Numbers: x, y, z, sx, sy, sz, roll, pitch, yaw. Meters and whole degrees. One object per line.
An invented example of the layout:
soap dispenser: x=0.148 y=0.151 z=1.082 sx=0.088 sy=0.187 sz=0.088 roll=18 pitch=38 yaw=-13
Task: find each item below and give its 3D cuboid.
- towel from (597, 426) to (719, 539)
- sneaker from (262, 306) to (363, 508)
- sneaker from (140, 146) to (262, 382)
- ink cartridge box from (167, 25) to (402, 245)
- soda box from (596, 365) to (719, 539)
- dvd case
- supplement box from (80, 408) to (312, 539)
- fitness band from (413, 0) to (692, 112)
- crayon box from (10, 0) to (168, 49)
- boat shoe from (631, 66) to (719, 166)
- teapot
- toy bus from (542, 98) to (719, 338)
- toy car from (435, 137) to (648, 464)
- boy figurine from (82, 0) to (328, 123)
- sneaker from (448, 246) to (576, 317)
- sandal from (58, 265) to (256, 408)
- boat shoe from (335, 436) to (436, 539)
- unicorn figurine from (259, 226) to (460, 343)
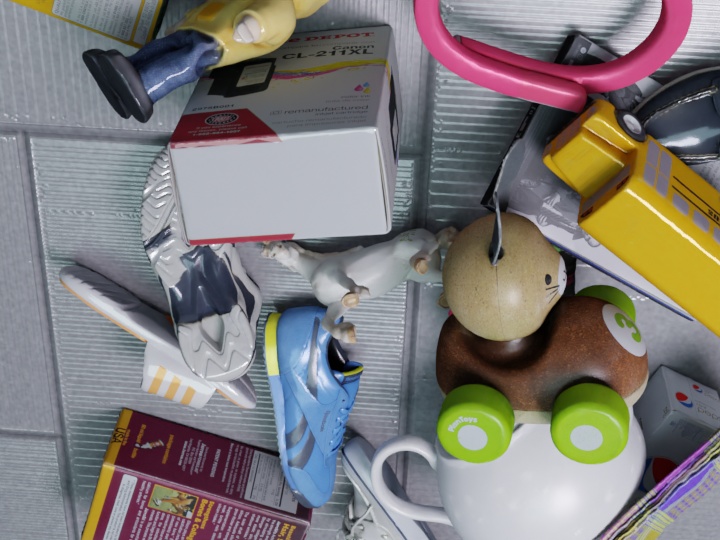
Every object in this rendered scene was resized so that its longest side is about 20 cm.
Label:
towel: x=0.267 y=0.199 z=1.102 sx=0.200 sy=0.023 sz=0.144 roll=-43 pitch=154 yaw=1
sneaker: x=-0.034 y=0.127 z=1.160 sx=0.078 sy=0.066 sz=0.200 roll=-2 pitch=111 yaw=12
sneaker: x=-0.132 y=-0.003 z=1.097 sx=0.079 sy=0.130 sz=0.199 roll=-19 pitch=85 yaw=-6
ink cartridge box: x=-0.048 y=-0.104 z=0.947 sx=0.146 sy=0.200 sz=0.083 roll=-4 pitch=120 yaw=7
soda box: x=0.251 y=0.187 z=1.192 sx=0.064 sy=0.068 sz=0.200 roll=25 pitch=121 yaw=-13
dvd case: x=0.213 y=-0.070 z=1.010 sx=0.200 sy=0.025 sz=0.150 roll=28 pitch=89 yaw=-14
supplement box: x=-0.153 y=0.224 z=1.237 sx=0.200 sy=0.086 sz=0.110 roll=18 pitch=122 yaw=-7
fitness band: x=0.135 y=-0.189 z=0.915 sx=0.200 sy=0.037 sz=0.144 roll=13 pitch=130 yaw=-13
crayon box: x=-0.229 y=-0.258 z=0.948 sx=0.200 sy=0.052 sz=0.126 roll=19 pitch=122 yaw=-9
boat shoe: x=0.300 y=-0.117 z=0.972 sx=0.200 sy=0.062 sz=0.075 roll=-9 pitch=106 yaw=-1
teapot: x=0.133 y=0.148 z=1.111 sx=0.200 sy=0.197 sz=0.146 roll=-48 pitch=109 yaw=-19
toy bus: x=0.226 y=-0.035 z=0.953 sx=0.200 sy=0.078 sz=0.065 roll=37 pitch=131 yaw=-13
toy car: x=0.123 y=0.012 z=0.933 sx=0.158 sy=0.164 sz=0.200 roll=-2 pitch=120 yaw=16
boy figurine: x=-0.095 y=-0.180 z=0.929 sx=0.200 sy=0.124 sz=0.064 roll=-37 pitch=115 yaw=-16
sneaker: x=0.147 y=-0.005 z=1.084 sx=0.084 sy=0.077 sz=0.200 roll=9 pitch=124 yaw=-44
sandal: x=-0.186 y=0.071 z=1.143 sx=0.207 sy=0.079 sz=0.059 roll=34 pitch=99 yaw=-7
boat shoe: x=0.013 y=0.249 z=1.245 sx=0.086 sy=0.075 sz=0.202 roll=-30 pitch=124 yaw=2
unicorn figurine: x=0.000 y=0.000 z=1.068 sx=0.200 sy=0.137 sz=0.074 roll=-4 pitch=114 yaw=-10
